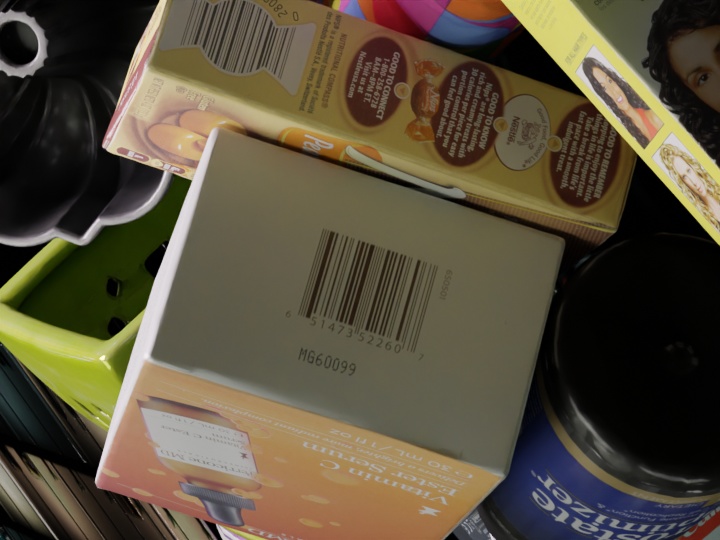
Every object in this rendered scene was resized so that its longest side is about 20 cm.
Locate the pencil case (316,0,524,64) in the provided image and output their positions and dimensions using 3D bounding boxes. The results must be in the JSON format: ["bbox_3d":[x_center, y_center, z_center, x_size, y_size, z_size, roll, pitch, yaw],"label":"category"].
[{"bbox_3d":[0.032,-0.122,1.111,0.088,0.088,0.200,51,161,1],"label":"pencil case"}]

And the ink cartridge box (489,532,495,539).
[{"bbox_3d":[0.082,0.126,1.404,0.200,0.042,0.119,74,179,-63],"label":"ink cartridge box"}]

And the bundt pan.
[{"bbox_3d":[-0.151,-0.116,1.298,0.202,0.202,0.076,52,-156,-3],"label":"bundt pan"}]

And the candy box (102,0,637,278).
[{"bbox_3d":[0.003,-0.056,1.111,0.200,0.055,0.115,19,163,-8],"label":"candy box"}]

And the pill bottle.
[{"bbox_3d":[0.111,0.066,1.165,0.112,0.112,0.200,49,159,8],"label":"pill bottle"}]

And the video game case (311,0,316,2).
[{"bbox_3d":[-0.031,-0.100,1.255,0.200,0.023,0.182,57,-167,-17],"label":"video game case"}]

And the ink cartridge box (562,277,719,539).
[{"bbox_3d":[0.140,0.106,1.342,0.109,0.050,0.200,36,158,42],"label":"ink cartridge box"}]

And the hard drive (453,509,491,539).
[{"bbox_3d":[0.121,0.184,1.572,0.200,0.033,0.140,50,162,6],"label":"hard drive"}]

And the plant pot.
[{"bbox_3d":[-0.055,0.035,1.457,0.182,0.199,0.200,53,163,-23],"label":"plant pot"}]

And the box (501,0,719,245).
[{"bbox_3d":[0.106,-0.100,0.986,0.200,0.075,0.050,48,163,6],"label":"box"}]

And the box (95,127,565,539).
[{"bbox_3d":[-0.018,0.042,1.143,0.152,0.106,0.200,17,159,-5],"label":"box"}]

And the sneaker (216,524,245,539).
[{"bbox_3d":[-0.043,0.153,1.870,0.200,0.073,0.114,13,136,47],"label":"sneaker"}]
